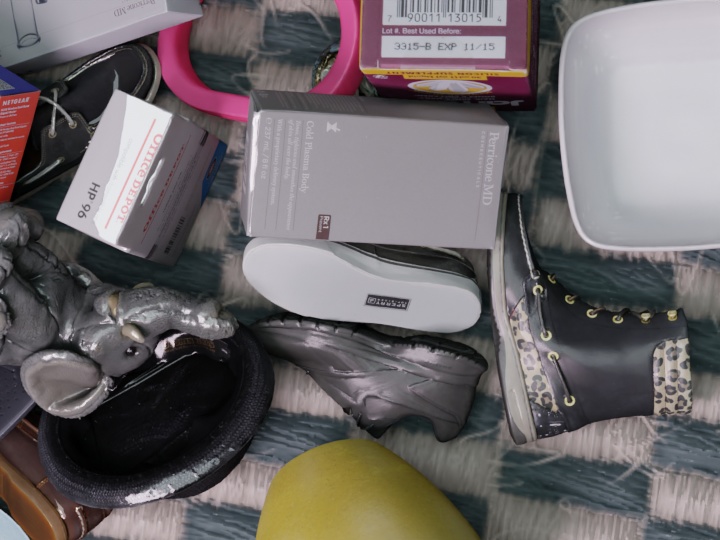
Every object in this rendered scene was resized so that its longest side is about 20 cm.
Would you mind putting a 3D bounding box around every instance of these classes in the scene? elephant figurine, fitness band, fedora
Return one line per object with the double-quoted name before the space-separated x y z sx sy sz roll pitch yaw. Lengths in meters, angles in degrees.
"elephant figurine" -0.226 0.046 1.673 0.200 0.155 0.142 29 86 -21
"fitness band" -0.080 -0.192 1.736 0.200 0.037 0.144 11 87 32
"fedora" -0.155 0.129 1.714 0.200 0.092 0.201 -11 50 13

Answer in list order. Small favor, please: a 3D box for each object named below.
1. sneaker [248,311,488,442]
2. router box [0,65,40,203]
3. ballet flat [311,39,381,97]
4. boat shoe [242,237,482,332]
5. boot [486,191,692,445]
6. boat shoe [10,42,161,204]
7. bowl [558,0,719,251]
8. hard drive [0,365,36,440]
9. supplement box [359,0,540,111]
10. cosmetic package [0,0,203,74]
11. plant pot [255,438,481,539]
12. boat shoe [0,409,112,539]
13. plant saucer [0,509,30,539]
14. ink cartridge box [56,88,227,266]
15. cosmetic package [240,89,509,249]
"sneaker" -0.001 0.086 1.726 0.200 0.076 0.091 14 98 13
"router box" -0.368 -0.109 1.737 0.200 0.049 0.180 31 116 26
"ballet flat" -0.012 -0.093 1.740 0.074 0.074 0.200 -6 85 7
"boat shoe" 0.000 0.000 1.708 0.200 0.064 0.071 14 130 -17
"boot" 0.181 0.031 1.705 0.154 0.073 0.204 -6 88 4
"boat shoe" -0.252 -0.120 1.767 0.200 0.068 0.072 -35 77 9
"bowl" 0.260 -0.114 1.702 0.200 0.075 0.200 -3 86 7
"hard drive" -0.316 0.074 1.734 0.135 0.042 0.200 32 56 11
"supplement box" 0.073 -0.189 1.668 0.131 0.200 0.103 1 86 8
"cosmetic package" -0.229 -0.257 1.747 0.200 0.052 0.151 -14 85 35
"plant pot" -0.004 0.219 1.670 0.200 0.200 0.142 -25 56 5
"boat shoe" -0.287 0.147 1.762 0.070 0.070 0.200 -33 71 -32
"plant saucer" -0.350 0.282 1.771 0.201 0.039 0.201 -1 85 7
"ink cartridge box" -0.176 -0.074 1.693 0.068 0.200 0.116 24 89 8
"cosmetic package" 0.009 -0.079 1.662 0.200 0.090 0.107 2 106 -7
